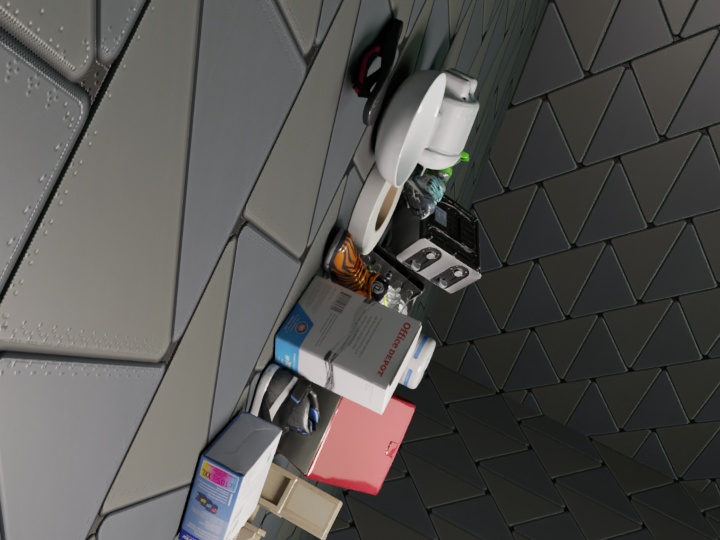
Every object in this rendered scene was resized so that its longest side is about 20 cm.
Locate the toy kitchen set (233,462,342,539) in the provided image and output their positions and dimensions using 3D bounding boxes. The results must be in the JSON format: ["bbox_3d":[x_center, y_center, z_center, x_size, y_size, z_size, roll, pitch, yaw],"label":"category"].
[{"bbox_3d":[-0.145,0.512,1.631,0.165,0.178,0.201,-61,165,-18],"label":"toy kitchen set"}]

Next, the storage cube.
[{"bbox_3d":[-0.044,0.268,1.420,0.179,0.170,0.202,27,88,-41],"label":"storage cube"}]

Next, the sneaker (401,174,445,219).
[{"bbox_3d":[0.130,-0.162,1.607,0.200,0.085,0.079,-113,-176,-72],"label":"sneaker"}]

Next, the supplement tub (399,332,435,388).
[{"bbox_3d":[0.070,0.187,1.945,0.133,0.198,0.132,-61,169,-20],"label":"supplement tub"}]

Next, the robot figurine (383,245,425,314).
[{"bbox_3d":[0.079,0.028,1.828,0.202,0.123,0.151,-62,163,-19],"label":"robot figurine"}]

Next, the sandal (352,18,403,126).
[{"bbox_3d":[0.019,-0.269,1.086,0.076,0.044,0.202,111,-6,-51],"label":"sandal"}]

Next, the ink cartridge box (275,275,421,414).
[{"bbox_3d":[-0.020,0.118,1.300,0.147,0.198,0.086,-57,166,-38],"label":"ink cartridge box"}]

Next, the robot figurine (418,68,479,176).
[{"bbox_3d":[0.156,-0.281,1.546,0.169,0.112,0.202,-30,144,-56],"label":"robot figurine"}]

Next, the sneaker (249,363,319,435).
[{"bbox_3d":[-0.129,0.259,1.317,0.073,0.111,0.202,-48,160,-56],"label":"sneaker"}]

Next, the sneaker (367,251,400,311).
[{"bbox_3d":[0.065,0.048,1.696,0.080,0.074,0.202,-26,127,-8],"label":"sneaker"}]

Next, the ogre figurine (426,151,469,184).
[{"bbox_3d":[0.204,-0.275,1.873,0.201,0.098,0.120,-54,-179,-1],"label":"ogre figurine"}]

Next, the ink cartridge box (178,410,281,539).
[{"bbox_3d":[-0.201,0.337,1.222,0.136,0.075,0.202,-45,155,-62],"label":"ink cartridge box"}]

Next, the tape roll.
[{"bbox_3d":[0.033,-0.127,1.486,0.205,0.037,0.203,-62,169,-22],"label":"tape roll"}]

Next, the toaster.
[{"bbox_3d":[0.166,-0.075,1.749,0.118,0.180,0.202,-36,-144,38],"label":"toaster"}]

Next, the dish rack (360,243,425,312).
[{"bbox_3d":[0.025,0.049,1.549,0.055,0.153,0.200,-52,-179,43],"label":"dish rack"}]

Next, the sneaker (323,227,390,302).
[{"bbox_3d":[0.000,0.000,1.386,0.078,0.111,0.200,-62,169,-19],"label":"sneaker"}]

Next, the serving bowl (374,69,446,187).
[{"bbox_3d":[0.073,-0.243,1.335,0.201,0.065,0.202,90,26,-67],"label":"serving bowl"}]
